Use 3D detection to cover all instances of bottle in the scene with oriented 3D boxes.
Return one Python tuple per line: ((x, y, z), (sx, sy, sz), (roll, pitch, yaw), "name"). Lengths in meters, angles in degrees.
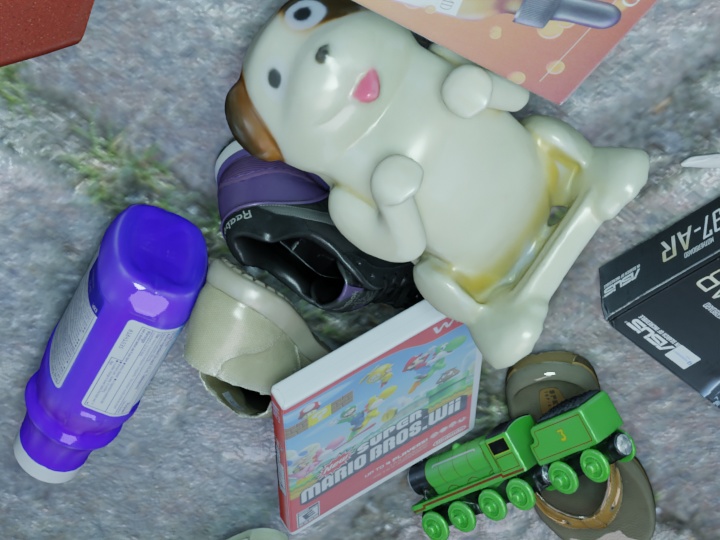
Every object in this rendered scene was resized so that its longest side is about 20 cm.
((-0.156, 0.052, 1.361), (0.065, 0.084, 0.200), (21, 130, -15), "bottle")

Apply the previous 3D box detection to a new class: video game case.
((0.012, 0.085, 1.366), (0.143, 0.017, 0.200), (-29, 156, -14), "video game case")

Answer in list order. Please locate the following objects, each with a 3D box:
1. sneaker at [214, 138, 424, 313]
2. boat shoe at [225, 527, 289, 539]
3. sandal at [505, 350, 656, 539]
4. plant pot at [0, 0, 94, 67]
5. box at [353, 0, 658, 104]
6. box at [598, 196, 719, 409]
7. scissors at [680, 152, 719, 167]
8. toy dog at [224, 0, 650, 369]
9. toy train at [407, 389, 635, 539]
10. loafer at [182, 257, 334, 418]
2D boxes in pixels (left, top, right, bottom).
((0.000, 0.000, 1.315), (0.199, 0.088, 0.076), (23, 129, -24), "sneaker")
((-0.111, 0.230, 1.554), (0.072, 0.062, 0.199), (37, 141, -27), "boat shoe")
((0.143, 0.132, 1.478), (0.080, 0.054, 0.200), (-14, 134, 11), "sandal")
((-0.207, -0.204, 1.043), (0.175, 0.201, 0.200), (3, 136, -23), "plant pot")
((0.061, -0.201, 1.106), (0.199, 0.107, 0.152), (24, 129, -24), "box")
((0.270, 0.026, 1.380), (0.160, 0.044, 0.200), (-32, 128, 31), "box")
((0.292, -0.064, 1.319), (0.199, 0.014, 0.073), (-16, 134, 11), "scissors")
((0.028, -0.076, 1.212), (0.200, 0.194, 0.140), (37, 97, -21), "toy dog")
((0.097, 0.125, 1.439), (0.200, 0.042, 0.057), (-28, 93, 48), "toy train")
((-0.058, 0.057, 1.345), (0.068, 0.076, 0.200), (-51, 149, -7), "loafer")
